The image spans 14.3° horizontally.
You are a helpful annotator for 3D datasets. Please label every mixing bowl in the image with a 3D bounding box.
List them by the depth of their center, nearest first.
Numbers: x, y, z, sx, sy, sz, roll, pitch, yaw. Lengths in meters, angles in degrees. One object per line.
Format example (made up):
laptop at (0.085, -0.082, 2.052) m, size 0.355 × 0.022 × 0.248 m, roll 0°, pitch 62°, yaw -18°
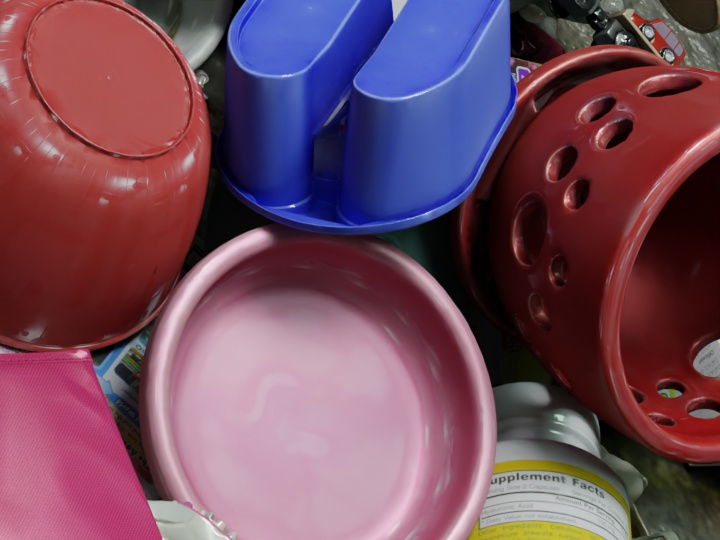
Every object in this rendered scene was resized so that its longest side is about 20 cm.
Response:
mixing bowl at (-0.152, -0.071, 1.462) m, size 0.200 × 0.108 × 0.201 m, roll 20°, pitch 49°, yaw -25°

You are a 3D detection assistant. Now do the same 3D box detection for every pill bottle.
pill bottle at (0.091, 0.161, 1.530) m, size 0.111 × 0.111 × 0.200 m, roll 27°, pitch 41°, yaw -23°

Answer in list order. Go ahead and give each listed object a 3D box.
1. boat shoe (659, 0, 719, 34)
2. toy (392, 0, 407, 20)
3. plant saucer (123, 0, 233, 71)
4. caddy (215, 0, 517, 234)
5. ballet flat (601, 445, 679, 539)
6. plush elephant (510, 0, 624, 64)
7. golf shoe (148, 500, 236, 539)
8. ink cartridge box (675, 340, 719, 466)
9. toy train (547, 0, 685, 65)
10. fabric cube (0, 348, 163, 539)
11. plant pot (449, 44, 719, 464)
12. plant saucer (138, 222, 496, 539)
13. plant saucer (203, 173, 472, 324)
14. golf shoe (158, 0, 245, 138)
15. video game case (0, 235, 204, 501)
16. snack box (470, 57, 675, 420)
boat shoe at (0.179, -0.211, 1.776) m, size 0.065 × 0.071 × 0.200 m, roll -60°, pitch 137°, yaw -28°
toy at (-0.022, -0.169, 1.651) m, size 0.200 × 0.047 × 0.115 m, roll 31°, pitch 49°, yaw -6°
plant saucer at (-0.169, -0.177, 1.622) m, size 0.199 × 0.050 × 0.201 m, roll 15°, pitch 59°, yaw -25°
caddy at (0.004, -0.094, 1.516) m, size 0.141 × 0.105 × 0.200 m, roll 11°, pitch 38°, yaw 16°
ballet flat at (0.147, 0.151, 1.630) m, size 0.069 × 0.069 × 0.200 m, roll -6°, pitch 60°, yaw -46°
plush elephant at (0.094, -0.173, 1.781) m, size 0.199 × 0.155 × 0.165 m, roll 24°, pitch 77°, yaw -10°
golf shoe at (-0.140, 0.127, 1.376) m, size 0.200 × 0.075 × 0.092 m, roll 34°, pitch 70°, yaw 9°
ink cartridge box at (0.238, 0.056, 1.800) m, size 0.116 × 0.067 × 0.201 m, roll 4°, pitch 54°, yaw -42°
toy train at (0.169, -0.129, 1.723) m, size 0.200 × 0.034 × 0.046 m, roll 48°, pitch 59°, yaw -18°
fabric cube at (-0.199, 0.168, 1.182) m, size 0.200 × 0.196 × 0.200 m, roll 0°, pitch 55°, yaw -42°
plant pot at (0.158, -0.020, 1.561) m, size 0.200 × 0.201 × 0.182 m, roll 9°, pitch 16°, yaw -39°
plant saucer at (-0.026, 0.077, 1.479) m, size 0.200 × 0.051 × 0.201 m, roll 7°, pitch 74°, yaw -26°
plant saucer at (0.000, 0.000, 1.581) m, size 0.200 × 0.036 × 0.201 m, roll 8°, pitch 78°, yaw -44°
golf shoe at (-0.061, -0.088, 1.662) m, size 0.088 × 0.077 × 0.201 m, roll -11°, pitch 62°, yaw -23°
video game case at (-0.150, 0.010, 1.512) m, size 0.200 × 0.024 × 0.182 m, roll 43°, pitch 38°, yaw -6°
snack box at (0.118, -0.017, 1.710) m, size 0.142 × 0.053 × 0.201 m, roll 9°, pitch 74°, yaw -39°
